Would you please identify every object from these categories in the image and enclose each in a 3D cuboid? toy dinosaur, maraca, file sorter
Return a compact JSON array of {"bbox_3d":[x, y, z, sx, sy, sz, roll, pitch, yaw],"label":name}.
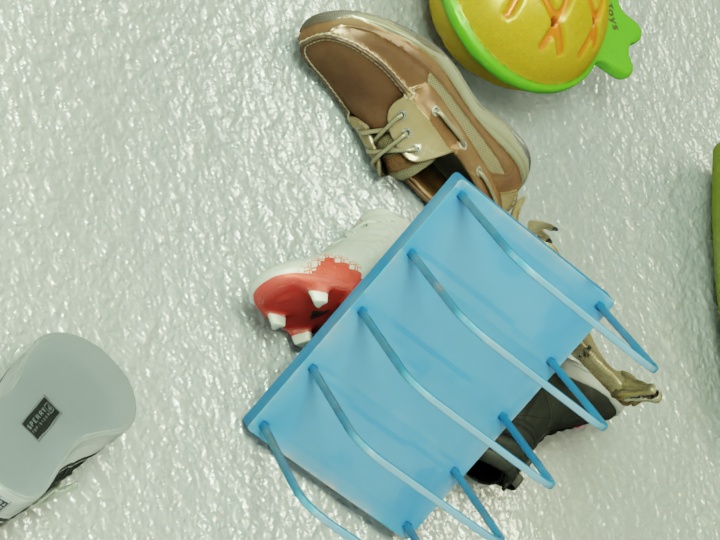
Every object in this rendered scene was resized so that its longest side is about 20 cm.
[{"bbox_3d":[0.119,0.015,1.605,0.200,0.058,0.101,58,3,35],"label":"toy dinosaur"},{"bbox_3d":[0.125,-0.187,1.720,0.200,0.107,0.137,-4,77,-46],"label":"maraca"},{"bbox_3d":[0.058,0.075,1.464,0.139,0.200,0.123,37,8,-27],"label":"file sorter"}]

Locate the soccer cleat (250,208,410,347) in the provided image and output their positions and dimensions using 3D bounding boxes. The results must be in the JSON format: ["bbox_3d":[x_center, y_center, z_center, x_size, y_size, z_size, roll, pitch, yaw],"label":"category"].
[{"bbox_3d":[0.000,0.000,1.561,0.200,0.069,0.085,5,63,-47],"label":"soccer cleat"}]

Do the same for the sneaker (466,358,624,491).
[{"bbox_3d":[0.108,0.098,1.633,0.200,0.071,0.099,26,87,-59],"label":"sneaker"}]

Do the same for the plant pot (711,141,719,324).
[{"bbox_3d":[0.337,0.020,1.821,0.187,0.187,0.200,19,77,-39],"label":"plant pot"}]

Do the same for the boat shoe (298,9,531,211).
[{"bbox_3d":[0.035,-0.095,1.623,0.200,0.076,0.072,37,54,-27],"label":"boat shoe"}]

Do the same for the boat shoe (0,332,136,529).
[{"bbox_3d":[-0.183,0.096,1.337,0.074,0.068,0.199,46,23,-8],"label":"boat shoe"}]
